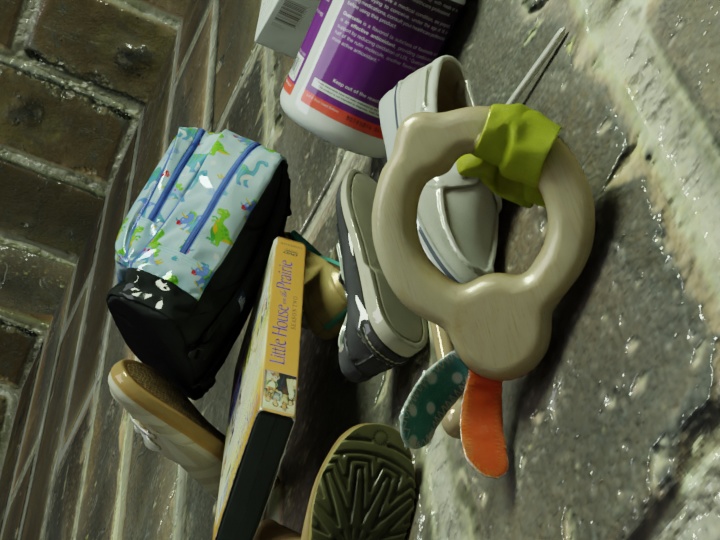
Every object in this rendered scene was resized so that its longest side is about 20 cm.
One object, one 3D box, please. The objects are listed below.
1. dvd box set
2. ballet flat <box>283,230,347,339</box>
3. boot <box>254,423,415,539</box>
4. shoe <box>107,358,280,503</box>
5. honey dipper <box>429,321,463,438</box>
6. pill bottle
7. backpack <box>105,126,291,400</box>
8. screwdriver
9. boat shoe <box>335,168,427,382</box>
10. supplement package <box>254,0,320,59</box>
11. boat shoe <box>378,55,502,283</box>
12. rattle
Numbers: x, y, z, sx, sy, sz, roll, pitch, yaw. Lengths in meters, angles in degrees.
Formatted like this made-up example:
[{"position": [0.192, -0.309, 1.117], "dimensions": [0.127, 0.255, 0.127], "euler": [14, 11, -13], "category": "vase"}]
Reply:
[{"position": [-0.074, 0.090, 0.905], "dimensions": [0.201, 0.029, 0.147], "euler": [-90, 17, -55], "category": "dvd box set"}, {"position": [-0.047, 0.011, 1.023], "dimensions": [0.063, 0.069, 0.200], "euler": [-47, 18, -4], "category": "ballet flat"}, {"position": [-0.040, 0.192, 0.839], "dimensions": [0.200, 0.066, 0.177], "euler": [-18, 54, 69], "category": "boot"}, {"position": [-0.140, 0.142, 0.973], "dimensions": [0.053, 0.200, 0.070], "euler": [-44, 39, -1], "category": "shoe"}, {"position": [0.049, 0.023, 0.781], "dimensions": [0.038, 0.038, 0.201], "euler": [-55, 30, 37], "category": "honey dipper"}, {"position": [0.018, -0.203, 1.004], "dimensions": [0.201, 0.112, 0.113], "euler": [-64, 19, 16], "category": "pill bottle"}, {"position": [-0.129, -0.023, 0.995], "dimensions": [0.200, 0.153, 0.164], "euler": [-51, -17, -21], "category": "backpack"}, {"position": [0.083, -0.087, 0.839], "dimensions": [0.200, 0.028, 0.029], "euler": [-55, -6, 34], "category": "screwdriver"}, {"position": [0.000, 0.000, 0.896], "dimensions": [0.063, 0.072, 0.201], "euler": [-43, 34, 26], "category": "boat shoe"}, {"position": [-0.031, -0.323, 1.272], "dimensions": [0.114, 0.109, 0.201], "euler": [-49, 27, 46], "category": "supplement package"}, {"position": [0.063, -0.064, 0.790], "dimensions": [0.070, 0.071, 0.201], "euler": [-39, 40, 31], "category": "boat shoe"}, {"position": [0.071, 0.006, 0.713], "dimensions": [0.143, 0.129, 0.202], "euler": [-142, 46, -82], "category": "rattle"}]
